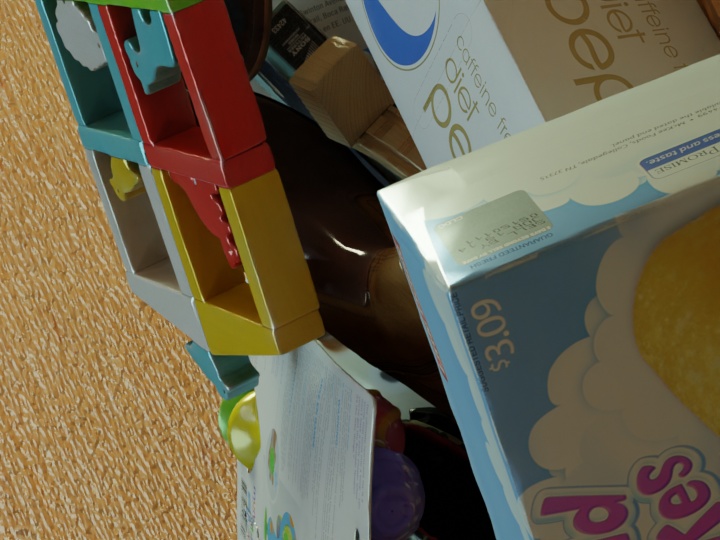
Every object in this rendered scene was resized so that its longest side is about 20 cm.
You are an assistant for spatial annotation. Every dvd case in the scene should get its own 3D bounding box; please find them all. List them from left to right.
[{"bbox_3d":[0.029,-0.029,0.851,0.200,0.022,0.146,43,177,-7],"label":"dvd case"}]

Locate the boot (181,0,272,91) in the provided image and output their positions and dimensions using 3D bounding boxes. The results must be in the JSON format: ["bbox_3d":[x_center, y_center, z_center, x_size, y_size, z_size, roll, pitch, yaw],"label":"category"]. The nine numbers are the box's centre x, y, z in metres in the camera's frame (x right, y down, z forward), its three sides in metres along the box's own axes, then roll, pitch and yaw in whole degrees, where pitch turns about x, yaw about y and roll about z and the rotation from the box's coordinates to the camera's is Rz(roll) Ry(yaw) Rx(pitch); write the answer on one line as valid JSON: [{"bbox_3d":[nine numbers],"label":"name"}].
[{"bbox_3d":[-0.064,-0.152,0.802,0.097,0.074,0.201,31,-140,-71],"label":"boot"}]

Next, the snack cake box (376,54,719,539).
[{"bbox_3d":[0.091,0.057,0.478,0.067,0.115,0.201,-123,12,-65],"label":"snack cake box"}]

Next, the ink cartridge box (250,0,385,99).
[{"bbox_3d":[-0.053,-0.149,0.941,0.085,0.144,0.201,-118,7,-70],"label":"ink cartridge box"}]

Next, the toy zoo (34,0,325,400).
[{"bbox_3d":[-0.069,-0.047,0.731,0.131,0.020,0.201,17,128,60],"label":"toy zoo"}]

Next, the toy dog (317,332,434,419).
[{"bbox_3d":[0.025,0.013,1.028,0.200,0.139,0.195,-130,50,-76],"label":"toy dog"}]

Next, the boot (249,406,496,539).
[{"bbox_3d":[0.013,0.101,0.885,0.204,0.073,0.154,54,154,39],"label":"boot"}]

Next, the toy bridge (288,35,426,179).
[{"bbox_3d":[0.050,-0.028,0.696,0.200,0.027,0.067,28,160,50],"label":"toy bridge"}]

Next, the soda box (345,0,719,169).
[{"bbox_3d":[0.051,-0.060,0.578,0.201,0.068,0.064,65,151,27],"label":"soda box"}]

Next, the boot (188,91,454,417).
[{"bbox_3d":[0.000,0.000,0.733,0.188,0.068,0.200,46,178,-8],"label":"boot"}]

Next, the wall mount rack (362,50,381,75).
[{"bbox_3d":[0.003,-0.149,0.753,0.174,0.074,0.201,107,140,-82],"label":"wall mount rack"}]

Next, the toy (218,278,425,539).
[{"bbox_3d":[-0.009,0.078,0.771,0.200,0.047,0.116,-148,59,-69],"label":"toy"}]
